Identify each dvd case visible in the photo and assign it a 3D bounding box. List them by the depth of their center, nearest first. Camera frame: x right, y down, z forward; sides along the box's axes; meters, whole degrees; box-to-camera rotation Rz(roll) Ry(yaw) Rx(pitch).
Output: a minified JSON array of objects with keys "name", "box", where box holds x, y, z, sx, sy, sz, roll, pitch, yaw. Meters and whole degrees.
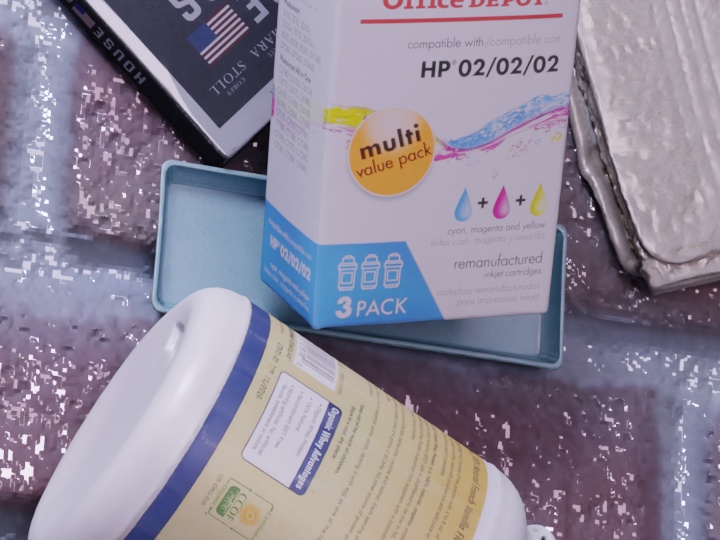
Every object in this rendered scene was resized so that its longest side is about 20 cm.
[{"name":"dvd case","box":[-0.081,-0.166,1.316,0.200,0.025,0.150,47,65,-5]}]

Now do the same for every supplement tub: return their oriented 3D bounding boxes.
[{"name":"supplement tub","box":[-0.021,0.115,1.206,0.200,0.144,0.145,34,67,-11]}]

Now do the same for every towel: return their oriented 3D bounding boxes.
[{"name":"towel","box":[0.160,-0.092,1.395,0.132,0.034,0.201,-10,80,-26]}]

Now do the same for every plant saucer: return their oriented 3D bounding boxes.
[{"name":"plant saucer","box":[0.000,0.000,1.314,0.200,0.019,0.070,9,74,-21]}]

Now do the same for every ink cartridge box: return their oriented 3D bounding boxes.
[{"name":"ink cartridge box","box":[0.026,-0.082,1.245,0.115,0.068,0.201,-4,111,-23]}]
